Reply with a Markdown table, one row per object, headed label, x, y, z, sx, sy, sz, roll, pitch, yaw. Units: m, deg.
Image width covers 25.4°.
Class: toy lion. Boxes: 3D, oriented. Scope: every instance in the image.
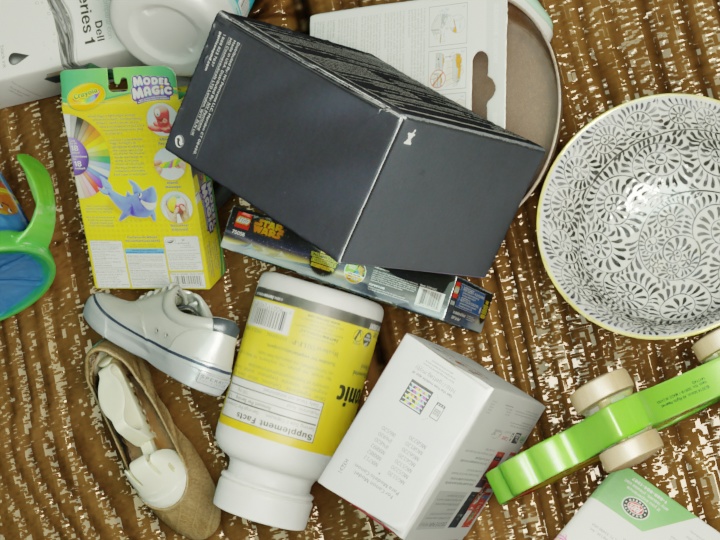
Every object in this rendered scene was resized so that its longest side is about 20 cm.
| label | x | y | z | sx | sy | sz | roll | pitch | yaw |
| --- | --- | --- | --- | --- | --- | --- | --- | --- | --- |
| toy lion | 0.200 | 0.123 | 1.242 | 0.199 | 0.192 | 0.069 | -19 | 76 | -28 |

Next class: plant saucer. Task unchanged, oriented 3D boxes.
| label | x | y | z | sx | sy | sz | roll | pitch | yaw |
| --- | --- | --- | --- | --- | --- | --- | --- | --- | --- |
| plant saucer | 0.095 | -0.130 | 1.331 | 0.200 | 0.032 | 0.201 | -2 | 87 | 44 |

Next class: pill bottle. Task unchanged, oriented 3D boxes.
| label | x | y | z | sx | sy | sz | roll | pitch | yaw |
| --- | --- | --- | --- | --- | --- | --- | --- | --- | --- |
| pill bottle | -0.058 | 0.110 | 1.340 | 0.111 | 0.111 | 0.201 | 16 | 88 | 18 |
| pill bottle | -0.135 | -0.272 | 1.383 | 0.110 | 0.111 | 0.200 | 6 | 51 | 17 |

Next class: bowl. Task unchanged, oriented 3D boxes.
| label | x | y | z | sx | sy | sz | roll | pitch | yaw |
| --- | --- | --- | --- | --- | --- | --- | --- | --- | --- |
| bowl | 0.249 | -0.031 | 1.268 | 0.200 | 0.094 | 0.202 | -7 | 71 | 21 |

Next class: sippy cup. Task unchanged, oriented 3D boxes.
| label | x | y | z | sx | sy | sz | roll | pitch | yaw |
| --- | --- | --- | --- | --- | --- | --- | --- | --- | --- |
| sippy cup | -0.360 | -0.035 | 1.446 | 0.177 | 0.140 | 0.131 | -20 | 65 | -12 |

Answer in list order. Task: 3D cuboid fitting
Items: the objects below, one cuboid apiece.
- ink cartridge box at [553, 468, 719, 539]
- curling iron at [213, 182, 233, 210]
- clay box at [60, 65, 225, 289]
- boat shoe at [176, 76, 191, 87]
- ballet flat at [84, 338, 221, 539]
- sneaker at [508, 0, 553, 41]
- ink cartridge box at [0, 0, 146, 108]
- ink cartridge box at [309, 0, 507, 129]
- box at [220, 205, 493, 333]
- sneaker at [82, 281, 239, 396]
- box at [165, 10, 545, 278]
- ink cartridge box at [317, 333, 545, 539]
| label | x | y | z | sx | sy | sz | roll | pitch | yaw |
| --- | --- | --- | --- | --- | --- | --- | --- | --- | --- |
| ink cartridge box | 0.192 | 0.268 | 1.205 | 0.145 | 0.088 | 0.200 | 35 | 52 | 17 |
| curling iron | -0.098 | -0.112 | 1.427 | 0.050 | 0.026 | 0.200 | 40 | 101 | 39 |
| clay box | -0.190 | -0.084 | 1.392 | 0.114 | 0.048 | 0.201 | 0 | 111 | 18 |
| boat shoe | -0.099 | -0.175 | 1.386 | 0.200 | 0.070 | 0.072 | -10 | 71 | 41 |
| ballet flat | -0.189 | 0.146 | 1.394 | 0.068 | 0.072 | 0.201 | -29 | 76 | 11 |
| sneaker | 0.124 | -0.290 | 1.359 | 0.118 | 0.074 | 0.201 | -38 | 85 | -10 |
| ink cartridge box | -0.271 | -0.245 | 1.463 | 0.199 | 0.084 | 0.147 | -12 | 80 | 15 |
| ink cartridge box | 0.045 | -0.144 | 1.341 | 0.199 | 0.050 | 0.163 | -1 | 86 | 33 |
| box | 0.000 | 0.000 | 1.323 | 0.199 | 0.137 | 0.040 | 18 | 88 | 17 |
| sneaker | -0.166 | 0.046 | 1.377 | 0.200 | 0.073 | 0.071 | 23 | 88 | 45 |
| box | -0.004 | -0.092 | 1.219 | 0.198 | 0.200 | 0.124 | 32 | 106 | 34 |
| ink cartridge box | 0.049 | 0.153 | 1.254 | 0.084 | 0.200 | 0.176 | 32 | 91 | 19 |
